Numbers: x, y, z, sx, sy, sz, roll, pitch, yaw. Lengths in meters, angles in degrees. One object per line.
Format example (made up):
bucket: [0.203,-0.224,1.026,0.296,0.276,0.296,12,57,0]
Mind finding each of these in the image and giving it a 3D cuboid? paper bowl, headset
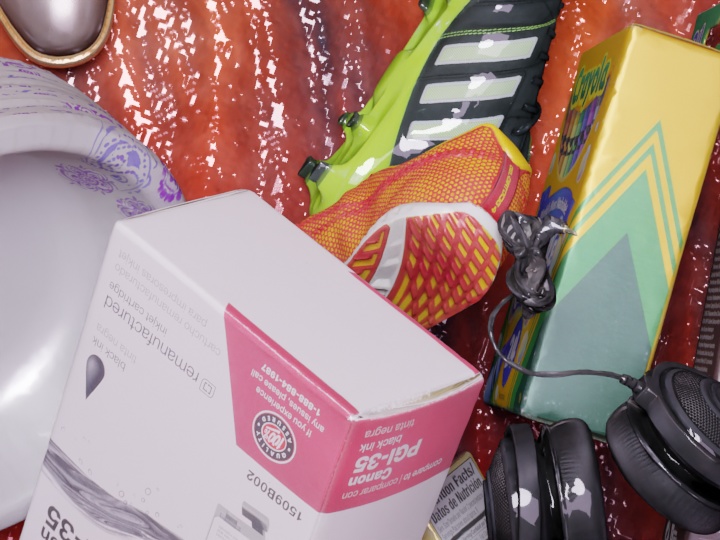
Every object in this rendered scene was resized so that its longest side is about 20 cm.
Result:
paper bowl: [-0.175,0.005,1.064,0.200,0.104,0.202,-22,131,-27]
headset: [0.101,0.071,1.015,0.123,0.094,0.201,-23,122,10]

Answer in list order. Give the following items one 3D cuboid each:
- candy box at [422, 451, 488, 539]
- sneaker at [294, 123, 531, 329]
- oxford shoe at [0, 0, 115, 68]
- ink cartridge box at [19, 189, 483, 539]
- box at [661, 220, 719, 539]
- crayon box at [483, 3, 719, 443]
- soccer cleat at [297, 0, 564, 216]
candy box: [0.044,0.192,1.103,0.115,0.055,0.201,-29,93,36]
sneaker: [0.000,0.000,1.088,0.073,0.199,0.077,49,45,-20]
oxford shoe: [-0.150,-0.188,1.111,0.071,0.073,0.201,-13,91,-5]
ink cartridge box: [-0.052,0.092,1.041,0.146,0.083,0.201,37,123,29]
box: [0.197,0.037,1.092,0.100,0.075,0.201,10,88,-1]
crayon box: [0.110,-0.029,1.103,0.051,0.126,0.201,17,88,-4]
soccer cleat: [0.055,-0.086,1.135,0.081,0.068,0.200,36,94,-13]
